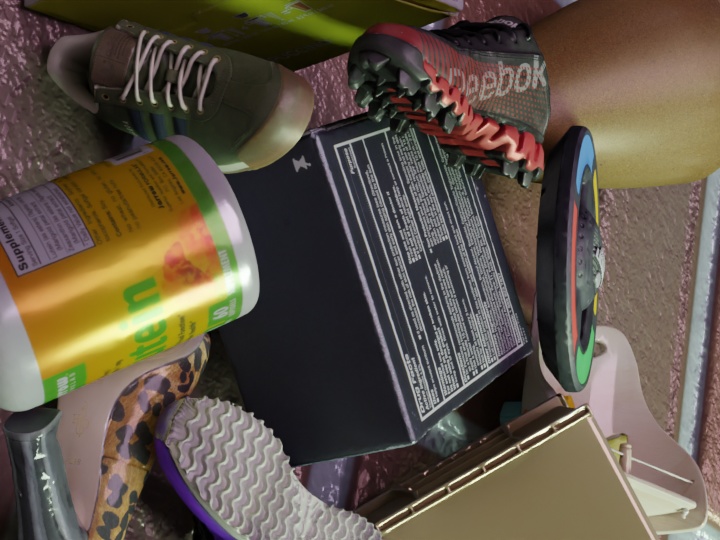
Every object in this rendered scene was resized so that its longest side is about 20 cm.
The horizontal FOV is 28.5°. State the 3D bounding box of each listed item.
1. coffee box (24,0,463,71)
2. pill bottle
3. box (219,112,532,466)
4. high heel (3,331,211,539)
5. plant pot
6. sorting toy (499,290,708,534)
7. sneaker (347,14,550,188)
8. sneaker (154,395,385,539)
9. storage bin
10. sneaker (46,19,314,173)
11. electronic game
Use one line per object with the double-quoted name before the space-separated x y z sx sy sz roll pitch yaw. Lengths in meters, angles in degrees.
"coffee box" -0.072 -0.254 0.906 0.200 0.199 0.198 14 71 -45
"pill bottle" -0.166 0.010 0.777 0.200 0.111 0.111 -24 99 -21
"box" 0.000 0.000 0.947 0.198 0.123 0.200 -26 99 -59
"high heel" -0.144 0.117 0.863 0.200 0.071 0.143 -39 132 -56
"plant pot" 0.187 -0.142 1.187 0.200 0.186 0.187 -17 94 -31
"sorting toy" 0.182 0.113 1.168 0.200 0.107 0.180 25 56 -39
"sneaker" 0.061 -0.123 0.880 0.200 0.071 0.098 23 83 -54
"sneaker" -0.076 0.155 0.877 0.200 0.099 0.070 48 45 -32
"storage bin" 0.112 0.221 0.983 0.198 0.094 0.200 -28 90 -8
"sneaker" -0.118 -0.107 0.835 0.090 0.200 0.067 25 84 -36
"electronic game" 0.163 -0.008 1.067 0.200 0.042 0.200 2 90 -75
